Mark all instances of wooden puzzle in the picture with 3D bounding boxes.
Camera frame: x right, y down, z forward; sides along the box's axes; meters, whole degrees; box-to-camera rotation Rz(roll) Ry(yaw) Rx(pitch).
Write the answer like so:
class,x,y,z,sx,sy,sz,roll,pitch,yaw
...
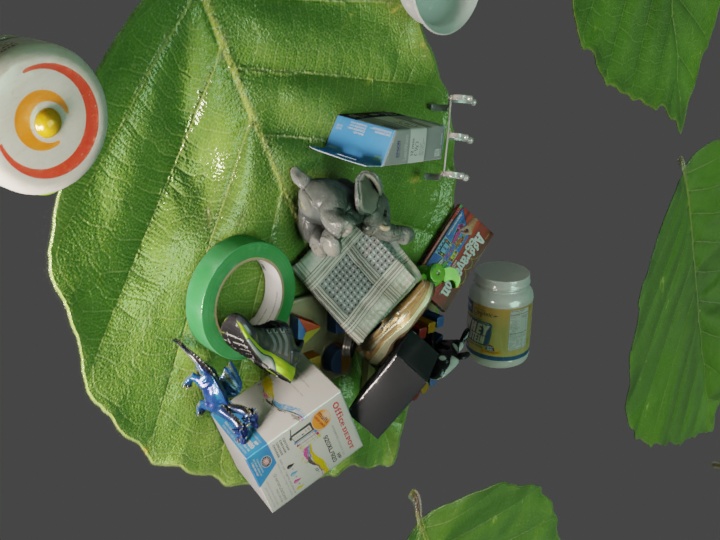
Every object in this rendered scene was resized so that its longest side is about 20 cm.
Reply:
class,x,y,z,sx,sy,sz,roll,pitch,yaw
wooden puzzle,-0.074,0.131,1.740,0.198,0.046,0.189,-19,118,-43

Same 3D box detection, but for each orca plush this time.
class,x,y,z,sx,sy,sz,roll,pitch,yaw
orca plush,0.168,0.150,1.881,0.199,0.104,0.072,-33,98,-51

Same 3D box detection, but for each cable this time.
class,x,y,z,sx,sy,sz,roll,pitch,yaw
cable,-0.006,0.067,1.764,0.097,0.050,0.203,76,32,-73

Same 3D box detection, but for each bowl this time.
class,x,y,z,sx,sy,sz,roll,pitch,yaw
bowl,0.124,-0.524,1.662,0.199,0.090,0.205,-22,121,-42

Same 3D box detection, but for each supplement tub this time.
class,x,y,z,sx,sy,sz,roll,pitch,yaw
supplement tub,0.305,0.096,2.073,0.143,0.143,0.204,-20,119,-41

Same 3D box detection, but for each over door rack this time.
class,x,y,z,sx,sy,sz,roll,pitch,yaw
over door rack,0.170,-0.242,1.739,0.065,0.200,0.151,5,94,-8

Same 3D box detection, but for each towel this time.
class,x,y,z,sx,sy,sz,roll,pitch,yaw
towel,0.000,0.000,1.708,0.193,0.034,0.200,48,63,-8

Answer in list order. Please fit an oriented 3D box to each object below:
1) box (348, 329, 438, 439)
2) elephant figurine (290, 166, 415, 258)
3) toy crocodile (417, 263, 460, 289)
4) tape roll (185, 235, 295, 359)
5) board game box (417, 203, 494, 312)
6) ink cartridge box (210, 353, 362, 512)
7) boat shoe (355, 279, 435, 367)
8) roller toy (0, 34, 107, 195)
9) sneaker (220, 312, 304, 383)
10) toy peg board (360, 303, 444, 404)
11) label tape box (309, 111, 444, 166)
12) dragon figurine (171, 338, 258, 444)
class,x,y,z,sx,sy,sz,roll,pitch,yaw
box,0.063,0.202,1.713,0.142,0.079,0.200,-53,177,14
elephant figurine,-0.009,-0.111,1.655,0.198,0.141,0.157,-25,138,-32
toy crocodile,0.108,0.031,1.863,0.198,0.067,0.063,-20,95,-29
tape roll,-0.197,0.045,1.567,0.199,0.048,0.204,-22,121,-42
board game box,0.188,-0.026,1.952,0.103,0.019,0.201,39,74,-17
ink cartridge box,-0.125,0.278,1.637,0.199,0.144,0.149,-33,128,-18
boat shoe,0.059,0.089,1.781,0.076,0.072,0.201,37,100,-6
roller toy,-0.414,-0.192,1.159,0.199,0.139,0.185,17,92,-49
sneaker,-0.159,0.111,1.556,0.082,0.073,0.200,-64,147,-16
toy peg board,0.107,0.176,1.920,0.197,0.097,0.204,-12,114,-45
label tape box,0.030,-0.230,1.635,0.198,0.142,0.067,-10,114,-45
dragon figurine,-0.231,0.186,1.531,0.059,0.098,0.203,-41,118,-53
